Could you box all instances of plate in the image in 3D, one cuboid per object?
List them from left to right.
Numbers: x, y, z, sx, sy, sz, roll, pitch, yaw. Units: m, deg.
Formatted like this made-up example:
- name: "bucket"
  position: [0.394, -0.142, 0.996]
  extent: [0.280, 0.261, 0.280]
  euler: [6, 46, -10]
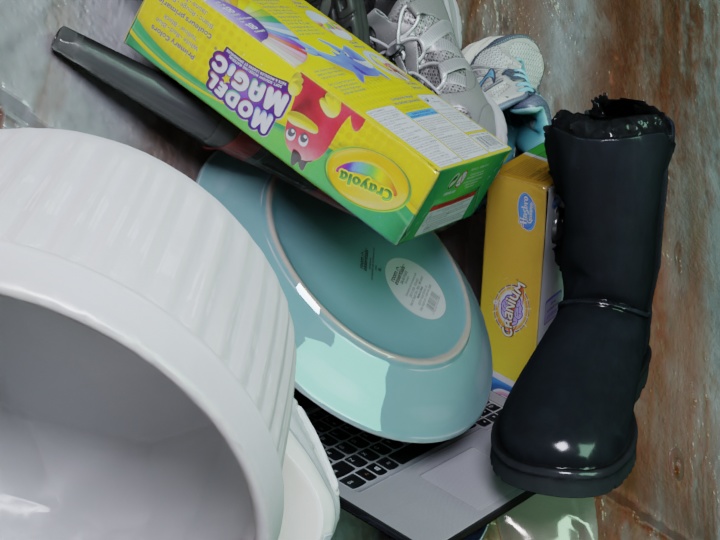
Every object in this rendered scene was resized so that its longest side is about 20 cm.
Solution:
- name: "plate"
  position: [0.000, 0.000, 0.797]
  extent: [0.199, 0.026, 0.202]
  euler: [29, 35, -23]

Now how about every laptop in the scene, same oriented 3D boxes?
- name: "laptop"
  position: [0.019, 0.033, 0.813]
  extent: [0.186, 0.199, 0.117]
  euler: [-17, 128, -54]

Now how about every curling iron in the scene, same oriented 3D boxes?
- name: "curling iron"
  position: [-0.066, -0.072, 0.761]
  extent: [0.198, 0.026, 0.050]
  euler: [22, 26, -26]

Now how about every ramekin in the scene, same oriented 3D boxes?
- name: "ramekin"
  position: [-0.116, 0.043, 0.561]
  extent: [0.201, 0.198, 0.106]
  euler: [53, 32, -28]

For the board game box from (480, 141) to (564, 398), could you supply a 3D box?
- name: "board game box"
  position: [0.127, 0.018, 0.951]
  extent: [0.153, 0.040, 0.203]
  euler: [-29, 127, -52]

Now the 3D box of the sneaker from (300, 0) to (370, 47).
- name: "sneaker"
  position: [-0.029, -0.187, 0.851]
  extent: [0.091, 0.075, 0.203]
  euler: [-25, 102, -60]

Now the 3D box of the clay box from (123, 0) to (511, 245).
- name: "clay box"
  position: [-0.029, -0.095, 0.757]
  extent: [0.199, 0.048, 0.115]
  euler: [36, 21, 14]

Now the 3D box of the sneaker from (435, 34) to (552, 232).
- name: "sneaker"
  position: [0.093, -0.092, 0.972]
  extent: [0.078, 0.086, 0.201]
  euler: [58, 40, -24]

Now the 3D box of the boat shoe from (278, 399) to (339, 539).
- name: "boat shoe"
  position: [-0.074, 0.045, 0.697]
  extent: [0.200, 0.072, 0.068]
  euler: [49, 9, 7]

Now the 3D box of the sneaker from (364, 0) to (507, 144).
- name: "sneaker"
  position: [0.025, -0.115, 0.876]
  extent: [0.082, 0.074, 0.201]
  euler: [40, 25, -43]

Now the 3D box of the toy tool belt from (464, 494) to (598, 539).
- name: "toy tool belt"
  position: [0.057, 0.199, 0.828]
  extent: [0.121, 0.125, 0.203]
  euler: [8, 70, -23]

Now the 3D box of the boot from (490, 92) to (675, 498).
- name: "boot"
  position: [0.118, 0.004, 0.790]
  extent: [0.200, 0.075, 0.170]
  euler: [-44, 136, -62]
